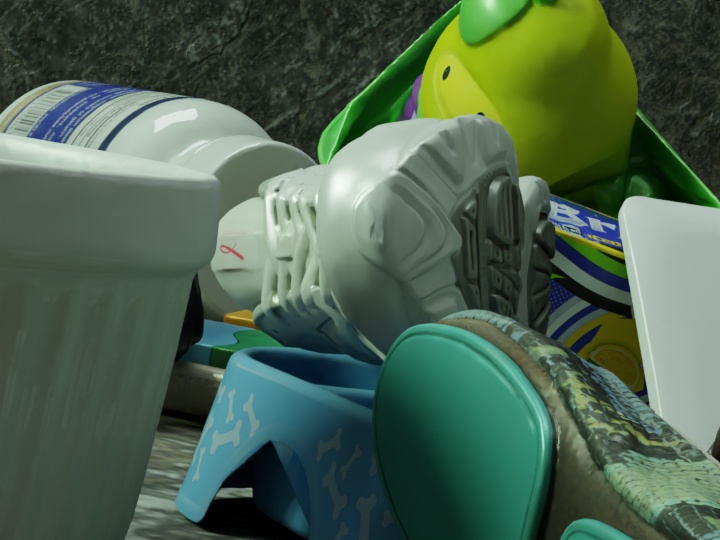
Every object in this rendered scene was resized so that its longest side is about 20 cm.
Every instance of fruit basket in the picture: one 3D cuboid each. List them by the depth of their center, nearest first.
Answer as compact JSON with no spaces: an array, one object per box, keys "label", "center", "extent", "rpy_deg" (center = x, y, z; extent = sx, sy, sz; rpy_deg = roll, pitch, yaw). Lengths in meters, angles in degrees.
[{"label":"fruit basket","center":[0.072,-0.050,1.075],"extent":[0.216,0.155,0.216],"rpy_deg":[45,10,-10]}]

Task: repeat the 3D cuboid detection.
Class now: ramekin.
[{"label":"ramekin","center":[-0.136,0.015,0.536],"extent":[0.199,0.105,0.200],"rpy_deg":[9,4,-1]}]

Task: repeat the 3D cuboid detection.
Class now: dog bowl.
[{"label":"dog bowl","center":[0.022,0.059,0.659],"extent":[0.111,0.050,0.200],"rpy_deg":[7,5,-25]}]

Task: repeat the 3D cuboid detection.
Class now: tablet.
[{"label":"tablet","center":[0.195,0.038,0.911],"extent":[0.199,0.130,0.014],"rpy_deg":[7,-30,-25]}]

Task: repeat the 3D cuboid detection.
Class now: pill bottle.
[{"label":"pill bottle","center":[-0.104,-0.031,1.203],"extent":[0.119,0.120,0.200],"rpy_deg":[6,5,-37]}]

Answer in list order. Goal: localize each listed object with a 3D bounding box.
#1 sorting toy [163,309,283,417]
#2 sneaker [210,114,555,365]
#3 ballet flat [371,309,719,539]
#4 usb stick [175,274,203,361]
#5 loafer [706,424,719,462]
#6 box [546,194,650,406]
[{"label":"sorting toy","center":[0.002,0.044,0.954],"extent":[0.185,0.037,0.200],"rpy_deg":[10,4,21]},{"label":"sneaker","center":[0.000,0.000,0.679],"extent":[0.099,0.078,0.200],"rpy_deg":[3,-6,10]},{"label":"ballet flat","center":[0.061,0.064,0.500],"extent":[0.074,0.074,0.200],"rpy_deg":[7,18,-20]},{"label":"usb stick","center":[-0.143,0.012,0.817],"extent":[0.200,0.056,0.033],"rpy_deg":[-3,-12,-39]},{"label":"loafer","center":[0.133,0.057,0.677],"extent":[0.072,0.063,0.200],"rpy_deg":[-31,5,3]},{"label":"box","center":[0.121,0.025,0.945],"extent":[0.200,0.064,0.070],"rpy_deg":[20,14,-17]}]
